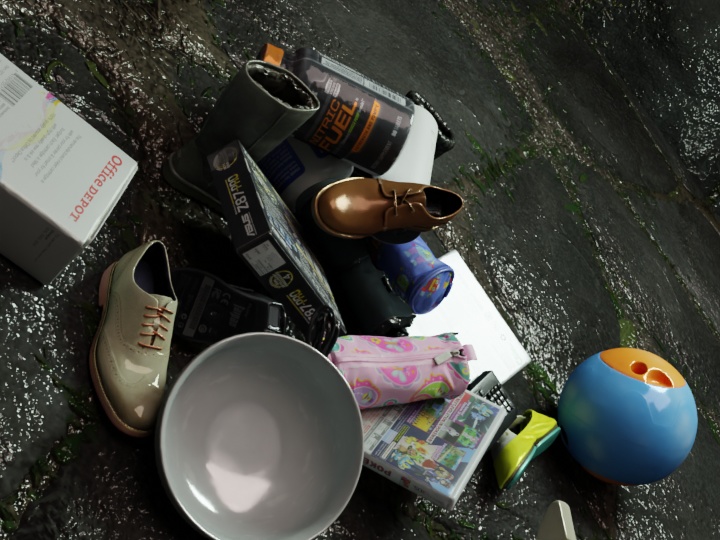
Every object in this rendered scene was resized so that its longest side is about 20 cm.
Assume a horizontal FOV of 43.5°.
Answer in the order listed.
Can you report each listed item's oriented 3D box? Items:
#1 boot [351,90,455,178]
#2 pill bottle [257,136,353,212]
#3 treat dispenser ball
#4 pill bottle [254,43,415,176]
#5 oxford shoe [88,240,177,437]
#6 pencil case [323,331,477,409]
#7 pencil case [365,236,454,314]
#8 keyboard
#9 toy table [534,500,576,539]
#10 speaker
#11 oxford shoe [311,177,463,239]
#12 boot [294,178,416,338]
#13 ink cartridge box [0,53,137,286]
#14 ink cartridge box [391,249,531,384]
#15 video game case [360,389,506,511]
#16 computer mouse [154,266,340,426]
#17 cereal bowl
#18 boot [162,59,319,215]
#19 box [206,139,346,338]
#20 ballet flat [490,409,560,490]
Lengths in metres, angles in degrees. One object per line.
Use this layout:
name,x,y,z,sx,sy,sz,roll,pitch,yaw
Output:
boot,0.021,-0.210,1.323,0.210,0.158,0.080,33,35,-27
pill bottle,-0.079,-0.148,1.187,0.201,0.112,0.112,56,33,6
treat dispenser ball,0.394,0.216,1.339,0.200,0.201,0.202,31,38,-28
pill bottle,-0.041,-0.201,1.099,0.199,0.106,0.107,23,41,-18
oxford shoe,-0.212,0.058,0.862,0.070,0.074,0.201,18,46,-40
pencil case,0.033,0.113,1.037,0.198,0.088,0.088,0,56,-27
pencil case,0.049,-0.032,1.219,0.086,0.078,0.200,-7,46,-38
keyboard,0.131,0.191,1.147,0.104,0.040,0.200,52,47,2
toy table,0.212,0.374,1.045,0.199,0.117,0.185,19,45,-39
speaker,0.056,-0.130,1.200,0.081,0.081,0.201,35,42,-24
oxford shoe,0.034,-0.079,1.044,0.198,0.071,0.072,-6,85,-36
boot,0.000,0.000,1.094,0.169,0.076,0.200,60,-4,28
ink cartridge box,-0.332,-0.104,0.860,0.200,0.085,0.145,39,36,-18
ink cartridge box,0.118,0.092,1.250,0.199,0.041,0.200,-27,81,-41
video game case,0.059,0.176,1.054,0.181,0.023,0.200,25,29,15
computer mouse,-0.129,0.084,0.945,0.198,0.142,0.046,16,-4,2
cereal bowl,-0.101,0.162,0.858,0.198,0.083,0.202,5,78,-23
boot,-0.115,-0.144,1.056,0.181,0.200,0.073,18,44,-40
box,-0.092,-0.028,1.017,0.200,0.049,0.162,55,10,-48
ballet flat,0.213,0.238,1.235,0.067,0.067,0.200,38,26,18
